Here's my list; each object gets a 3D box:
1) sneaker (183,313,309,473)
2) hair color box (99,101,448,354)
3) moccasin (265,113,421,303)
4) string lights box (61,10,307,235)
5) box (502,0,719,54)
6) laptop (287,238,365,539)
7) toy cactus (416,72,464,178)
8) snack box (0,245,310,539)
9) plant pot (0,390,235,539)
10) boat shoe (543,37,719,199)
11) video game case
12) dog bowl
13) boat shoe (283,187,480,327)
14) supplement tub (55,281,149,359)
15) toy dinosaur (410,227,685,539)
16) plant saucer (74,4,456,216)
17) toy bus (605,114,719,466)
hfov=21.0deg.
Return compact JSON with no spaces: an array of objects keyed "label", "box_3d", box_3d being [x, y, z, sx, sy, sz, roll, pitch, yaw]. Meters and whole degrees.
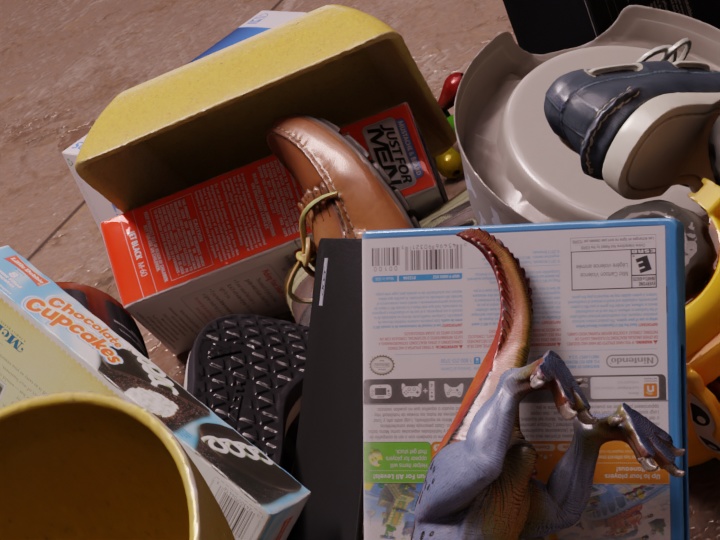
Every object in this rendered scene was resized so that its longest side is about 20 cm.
[{"label":"sneaker","box_3d":[-0.069,0.095,1.025,0.071,0.083,0.200,14,29,4]},{"label":"hair color box","box_3d":[-0.046,-0.023,1.187,0.199,0.111,0.064,-20,70,5]},{"label":"moccasin","box_3d":[0.000,0.000,1.067,0.078,0.202,0.074,-29,-14,-7]},{"label":"string lights box","box_3d":[-0.104,-0.092,1.377,0.200,0.103,0.059,-39,31,-30]},{"label":"box","box_3d":[0.165,-0.179,1.217,0.141,0.201,0.079,-38,30,-29]},{"label":"laptop","box_3d":[0.046,0.078,0.904,0.199,0.178,0.103,6,0,20]},{"label":"toy cactus","box_3d":[-0.003,-0.095,1.335,0.199,0.103,0.165,-24,15,17]},{"label":"snack box","box_3d":[-0.128,0.093,0.932,0.200,0.116,0.037,38,29,18]},{"label":"plant pot","box_3d":[-0.117,0.173,0.826,0.199,0.142,0.201,-19,47,21]},{"label":"boat shoe","box_3d":[0.156,-0.073,0.967,0.062,0.075,0.200,40,28,24]},{"label":"video game case","box_3d":[0.069,0.081,0.829,0.142,0.201,0.018,-2,-4,22]},{"label":"dog bowl","box_3d":[0.149,-0.063,1.087,0.199,0.059,0.201,2,48,-2]},{"label":"boat shoe","box_3d":[0.055,0.000,1.128,0.200,0.072,0.066,-19,39,2]},{"label":"supplement tub","box_3d":[-0.162,0.090,1.084,0.107,0.107,0.200,-24,26,-2]},{"label":"toy dinosaur","box_3d":[0.049,0.120,0.805,0.182,0.105,0.200,-47,37,23]},{"label":"plant saucer","box_3d":[-0.056,-0.088,1.166,0.199,0.049,0.200,-22,-18,7]},{"label":"toy bus","box_3d":[0.219,0.029,0.887,0.200,0.136,0.192,-41,50,-11]}]
